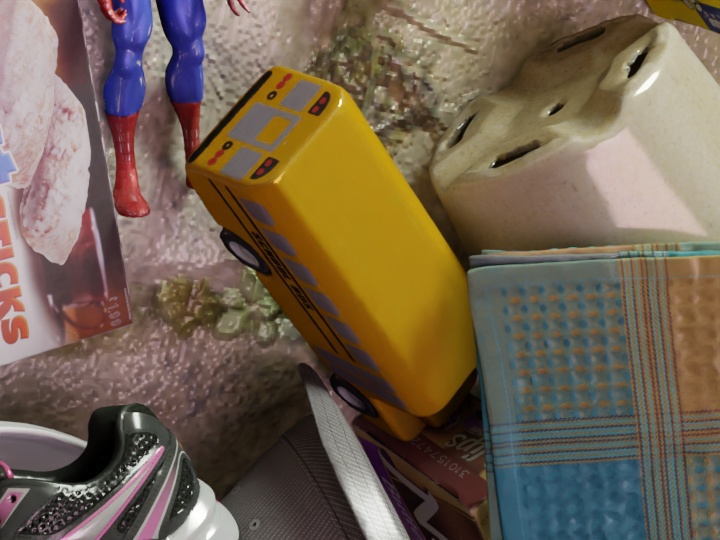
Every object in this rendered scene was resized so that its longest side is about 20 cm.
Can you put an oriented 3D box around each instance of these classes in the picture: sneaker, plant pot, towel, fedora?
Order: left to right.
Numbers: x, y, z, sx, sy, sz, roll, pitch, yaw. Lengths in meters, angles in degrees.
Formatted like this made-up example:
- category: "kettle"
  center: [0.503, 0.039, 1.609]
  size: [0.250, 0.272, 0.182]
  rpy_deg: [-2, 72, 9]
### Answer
- category: "sneaker"
  center: [-0.150, 0.123, 0.870]
  size: [0.199, 0.080, 0.087]
  rpy_deg: [-35, 109, -30]
- category: "fedora"
  center: [-0.022, 0.142, 0.961]
  size: [0.090, 0.200, 0.178]
  rpy_deg: [-24, 120, -6]
- category: "plant pot"
  center: [0.133, -0.010, 1.006]
  size: [0.200, 0.200, 0.184]
  rpy_deg: [-40, 111, -13]
- category: "towel"
  center: [0.150, 0.058, 0.928]
  size: [0.198, 0.022, 0.148]
  rpy_deg: [-3, 105, 8]

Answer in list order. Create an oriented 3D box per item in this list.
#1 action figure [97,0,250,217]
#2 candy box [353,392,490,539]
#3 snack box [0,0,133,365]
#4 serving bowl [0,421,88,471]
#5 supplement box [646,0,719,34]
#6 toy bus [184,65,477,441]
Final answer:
- category: "action figure"
  center: [-0.087, -0.125, 0.911]
  size: [0.065, 0.052, 0.202]
  rpy_deg: [-12, 110, -21]
- category: "candy box"
  center: [0.078, 0.158, 1.060]
  size: [0.056, 0.117, 0.201]
  rpy_deg: [-34, 121, -15]
- category: "snack box"
  center: [-0.148, -0.061, 0.908]
  size: [0.071, 0.024, 0.202]
  rpy_deg: [-17, 114, -23]
- category: "serving bowl"
  center: [-0.176, 0.158, 0.936]
  size: [0.198, 0.066, 0.202]
  rpy_deg: [-6, 104, -27]
- category: "supplement box"
  center: [0.216, -0.216, 1.019]
  size: [0.200, 0.109, 0.110]
  rpy_deg: [-46, 123, -10]
- category: "toy bus"
  center: [0.000, 0.000, 0.959]
  size: [0.065, 0.078, 0.200]
  rpy_deg: [-50, 131, -17]
